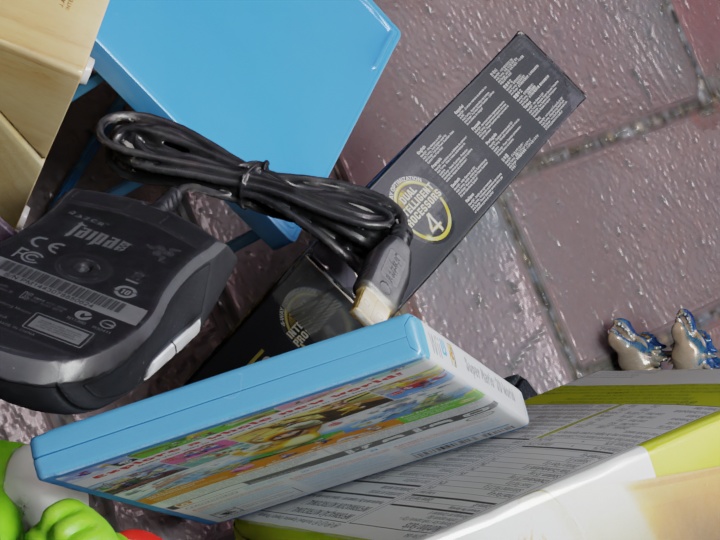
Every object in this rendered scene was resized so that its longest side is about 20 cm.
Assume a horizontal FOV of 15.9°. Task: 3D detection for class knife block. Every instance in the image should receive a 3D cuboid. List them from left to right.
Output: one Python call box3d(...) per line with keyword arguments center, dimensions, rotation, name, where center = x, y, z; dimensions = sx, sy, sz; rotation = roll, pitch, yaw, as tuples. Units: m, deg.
box3d(center=(-0.180, -0.103, 0.925), dimensions=(0.175, 0.200, 0.064), rotation=(22, 59, -8), name="knife block")

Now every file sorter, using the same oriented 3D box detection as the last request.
box3d(center=(-0.108, -0.105, 1.078), dimensions=(0.200, 0.122, 0.139), rotation=(45, 45, -20), name="file sorter")

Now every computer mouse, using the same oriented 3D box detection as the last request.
box3d(center=(-0.061, 0.014, 0.917), dimensions=(0.140, 0.046, 0.200), rotation=(17, 30, 9), name="computer mouse")

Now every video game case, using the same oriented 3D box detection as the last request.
box3d(center=(-0.023, 0.060, 0.959), dimensions=(0.200, 0.142, 0.018), rotation=(35, 38, -73), name="video game case")

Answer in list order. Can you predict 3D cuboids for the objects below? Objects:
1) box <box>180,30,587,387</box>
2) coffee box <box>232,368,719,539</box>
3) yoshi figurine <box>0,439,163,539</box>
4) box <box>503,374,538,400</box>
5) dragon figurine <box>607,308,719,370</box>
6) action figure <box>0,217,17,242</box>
box3d(center=(0.000, 0.000, 1.108), dimensions=(0.049, 0.161, 0.200), rotation=(45, 44, -2), name="box")
box3d(center=(0.092, 0.163, 1.030), dimensions=(0.197, 0.200, 0.201), rotation=(-20, 96, -22), name="coffee box")
box3d(center=(-0.110, 0.131, 0.967), dimensions=(0.200, 0.112, 0.113), rotation=(37, 78, 1), name="yoshi figurine")
box3d(center=(0.086, 0.174, 1.197), dimensions=(0.200, 0.051, 0.158), rotation=(52, 44, -13), name="box")
box3d(center=(0.172, 0.116, 1.309), dimensions=(0.099, 0.059, 0.201), rotation=(-22, 86, -49), name="dragon figurine")
box3d(center=(-0.178, 0.069, 0.905), dimensions=(0.069, 0.129, 0.201), rotation=(76, 28, -61), name="action figure")
